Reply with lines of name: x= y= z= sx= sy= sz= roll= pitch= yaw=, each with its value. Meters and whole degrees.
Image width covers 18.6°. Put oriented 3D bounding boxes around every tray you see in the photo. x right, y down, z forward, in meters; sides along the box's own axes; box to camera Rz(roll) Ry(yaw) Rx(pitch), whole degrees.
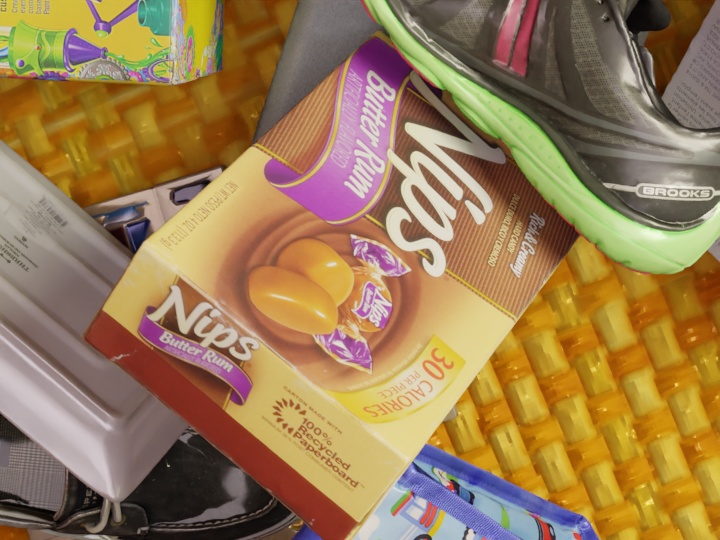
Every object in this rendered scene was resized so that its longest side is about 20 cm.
tray: x=-0.144 y=-0.003 z=0.902 sx=0.200 sy=0.107 sz=0.022 roll=40 pitch=136 yaw=2

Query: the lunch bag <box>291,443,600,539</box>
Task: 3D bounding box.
lunch bag: x=0.010 y=0.148 z=0.864 sx=0.151 sy=0.094 sz=0.200 roll=-49 pitch=135 yaw=8

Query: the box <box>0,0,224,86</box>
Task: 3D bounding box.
box: x=-0.153 y=-0.181 z=0.873 sx=0.190 sy=0.122 sz=0.202 roll=4 pitch=98 yaw=5

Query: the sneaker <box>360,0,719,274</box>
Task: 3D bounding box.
sneaker: x=0.070 y=-0.088 z=0.829 sx=0.200 sy=0.077 sz=0.084 roll=45 pitch=102 yaw=9

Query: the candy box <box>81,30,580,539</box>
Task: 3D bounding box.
candy box: x=0.000 y=0.000 z=0.805 sx=0.116 sy=0.200 sz=0.057 roll=39 pitch=128 yaw=3

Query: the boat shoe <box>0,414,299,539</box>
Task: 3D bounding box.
boat shoe: x=-0.116 y=0.087 z=0.924 sx=0.198 sy=0.071 sz=0.073 roll=2 pitch=98 yaw=5

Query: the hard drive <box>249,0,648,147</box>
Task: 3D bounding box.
hard drive: x=0.050 y=-0.115 z=0.891 sx=0.138 sy=0.033 sz=0.202 roll=20 pitch=110 yaw=2

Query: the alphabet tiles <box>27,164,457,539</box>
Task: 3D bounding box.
alphabet tiles: x=-0.066 y=0.044 z=0.953 sx=0.198 sy=0.008 sz=0.169 roll=-16 pitch=95 yaw=7

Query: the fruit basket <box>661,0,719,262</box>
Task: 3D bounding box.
fruit basket: x=0.204 y=-0.050 z=0.807 sx=0.185 sy=0.093 sz=0.201 roll=44 pitch=141 yaw=20
